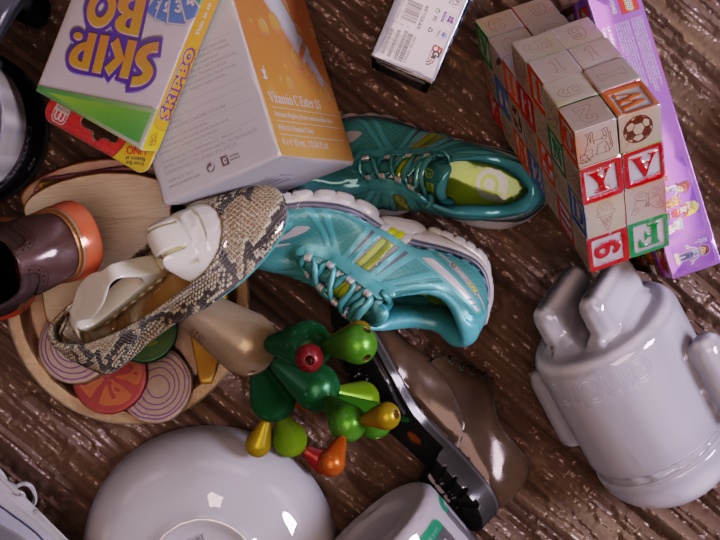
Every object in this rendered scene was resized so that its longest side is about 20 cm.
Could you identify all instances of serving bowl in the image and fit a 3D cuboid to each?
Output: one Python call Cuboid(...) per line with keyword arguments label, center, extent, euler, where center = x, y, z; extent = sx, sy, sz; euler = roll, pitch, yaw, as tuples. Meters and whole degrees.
Cuboid(label="serving bowl", center=(-0.115, 0.220, 1.198), extent=(0.198, 0.066, 0.202), euler=(0, 93, 0))

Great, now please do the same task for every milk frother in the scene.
Cuboid(label="milk frother", center=(-0.322, -0.142, 1.106), extent=(0.198, 0.188, 0.182), euler=(11, 91, -3))

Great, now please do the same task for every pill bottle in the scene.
Cuboid(label="pill bottle", center=(0.069, 0.264, 1.173), extent=(0.113, 0.113, 0.200), euler=(-39, 99, 3))

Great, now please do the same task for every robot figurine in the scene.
Cuboid(label="robot figurine", center=(0.201, 0.089, 1.155), extent=(0.113, 0.169, 0.201), euler=(-47, 113, -39))

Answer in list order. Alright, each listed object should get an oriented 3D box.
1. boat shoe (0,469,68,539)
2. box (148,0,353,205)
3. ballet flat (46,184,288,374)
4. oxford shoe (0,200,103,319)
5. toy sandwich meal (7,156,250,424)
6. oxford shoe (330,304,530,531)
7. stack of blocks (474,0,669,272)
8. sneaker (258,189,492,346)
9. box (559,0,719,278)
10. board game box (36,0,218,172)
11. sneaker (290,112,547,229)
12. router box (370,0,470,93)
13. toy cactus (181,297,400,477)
Cuboid(label="boat shoe", center=(-0.278, 0.179, 1.193), extent=(0.201, 0.086, 0.075), euler=(28, 100, 27))
Cuboid(label="box", center=(-0.096, -0.155, 1.112), extent=(0.097, 0.124, 0.202), euler=(-20, 84, 23))
Cuboid(label="ballet flat", center=(-0.138, 0.005, 1.086), extent=(0.199, 0.075, 0.068), euler=(-36, 57, 24))
Cuboid(label="oxford shoe", center=(-0.263, 0.000, 1.125), extent=(0.072, 0.199, 0.072), euler=(-24, 91, -42))
Cuboid(label="toy sandwich meal", center=(-0.174, 0.017, 1.179), extent=(0.203, 0.070, 0.207), euler=(0, 94, 0))
Cuboid(label="oxford shoe", center=(0.052, 0.091, 1.196), extent=(0.084, 0.073, 0.201), euler=(-37, 90, -23))
Cuboid(label="stack of blocks", center=(0.140, -0.109, 1.085), extent=(0.058, 0.201, 0.116), euler=(-18, 129, -5))
Cuboid(label="sneaker", center=(0.000, 0.000, 1.133), extent=(0.198, 0.078, 0.080), euler=(14, 53, -7))
Cuboid(label="box", center=(0.192, -0.098, 1.138), extent=(0.039, 0.137, 0.202), euler=(-18, 94, -3))
Cuboid(label="board game box", center=(-0.144, -0.173, 1.052), extent=(0.095, 0.030, 0.201), euler=(28, 105, 21))
Cuboid(label="sneaker", center=(0.042, -0.074, 1.169), extent=(0.198, 0.080, 0.078), euler=(6, 93, 0))
Cuboid(label="router box", center=(0.066, -0.229, 1.122), extent=(0.051, 0.149, 0.202), euler=(23, 94, -1))
Cuboid(label="toy cactus", center=(-0.055, 0.079, 1.127), extent=(0.164, 0.200, 0.103), euler=(33, 68, 1))
